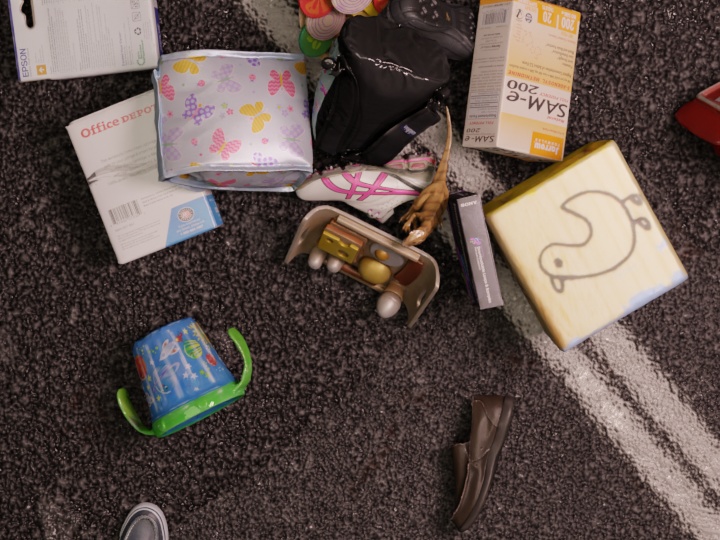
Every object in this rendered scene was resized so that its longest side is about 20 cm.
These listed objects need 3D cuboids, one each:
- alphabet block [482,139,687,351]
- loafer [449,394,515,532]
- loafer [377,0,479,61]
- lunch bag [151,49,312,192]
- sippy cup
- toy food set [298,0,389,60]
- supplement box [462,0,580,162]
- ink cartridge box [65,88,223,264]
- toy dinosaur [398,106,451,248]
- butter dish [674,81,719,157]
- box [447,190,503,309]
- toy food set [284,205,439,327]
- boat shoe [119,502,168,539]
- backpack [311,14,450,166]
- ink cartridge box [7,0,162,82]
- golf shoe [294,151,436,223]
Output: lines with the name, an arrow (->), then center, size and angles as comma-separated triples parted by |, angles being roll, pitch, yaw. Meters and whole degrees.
alphabet block -> 0.285, -0.038, 1.676 | 0.194, 0.196, 0.201 | -31, 94, 2
loafer -> 0.157, 0.262, 1.775 | 0.071, 0.073, 0.202 | 18, 90, 9
loafer -> 0.104, -0.317, 1.684 | 0.070, 0.199, 0.069 | -17, 69, 42
lunch bag -> -0.173, -0.195, 1.674 | 0.198, 0.127, 0.171 | -2, 78, -22
sippy cup -> -0.244, 0.141, 1.744 | 0.177, 0.140, 0.131 | -24, 84, -21
toy food set -> 0.008, -0.344, 1.679 | 0.200, 0.049, 0.198 | -42, 133, 15
supplement box -> 0.213, -0.251, 1.682 | 0.125, 0.073, 0.202 | 6, 90, -36
ink cartridge box -> -0.291, -0.129, 1.737 | 0.144, 0.084, 0.202 | -20, 94, 3
toy dinosaur -> 0.100, -0.101, 1.685 | 0.060, 0.106, 0.201 | 20, 60, -6
butter dish -> 0.542, -0.184, 1.670 | 0.198, 0.200, 0.149 | -28, 110, 4
box -> 0.147, -0.031, 1.676 | 0.036, 0.200, 0.144 | -13, 94, -1
toy food set -> 0.000, 0.000, 1.707 | 0.199, 0.144, 0.061 | 26, 63, -1
boat shoe -> -0.319, 0.432, 1.785 | 0.070, 0.091, 0.202 | 13, 95, 0
backpack -> 0.016, -0.227, 1.645 | 0.166, 0.200, 0.127 | 22, 54, -9
ink cartridge box -> -0.377, -0.364, 1.740 | 0.198, 0.043, 0.199 | -5, 96, 4
golf shoe -> 0.009, -0.107, 1.737 | 0.198, 0.073, 0.093 | -6, 97, 2
